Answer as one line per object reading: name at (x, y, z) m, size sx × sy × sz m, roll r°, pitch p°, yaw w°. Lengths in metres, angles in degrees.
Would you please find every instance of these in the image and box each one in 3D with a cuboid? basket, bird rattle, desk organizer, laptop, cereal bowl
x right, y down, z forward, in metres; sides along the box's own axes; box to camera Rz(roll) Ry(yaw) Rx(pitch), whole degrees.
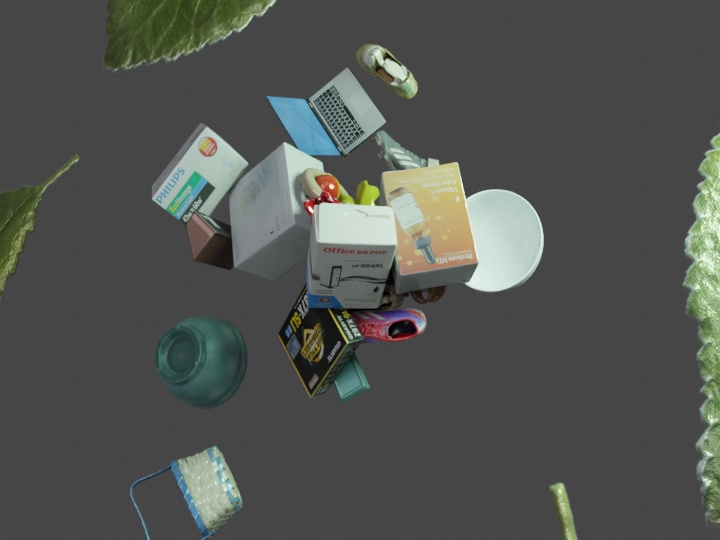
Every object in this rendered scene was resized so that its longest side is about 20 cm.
basket at (-0.346, 0.469, 1.298) m, size 0.196 × 0.140 × 0.179 m, roll -22°, pitch 65°, yaw -21°
bird rattle at (-0.063, -0.140, 1.301) m, size 0.164 × 0.198 × 0.114 m, roll 48°, pitch 122°, yaw 20°
desk organizer at (-0.321, -0.061, 1.412) m, size 0.071 × 0.200 × 0.077 m, roll 41°, pitch 93°, yaw 13°
laptop at (-0.076, -0.364, 1.460) m, size 0.198 × 0.116 × 0.190 m, roll -36°, pitch 67°, yaw 7°
cereal bowl at (0.263, -0.049, 1.269) m, size 0.194 × 0.083 × 0.207 m, roll -5°, pitch 73°, yaw 17°

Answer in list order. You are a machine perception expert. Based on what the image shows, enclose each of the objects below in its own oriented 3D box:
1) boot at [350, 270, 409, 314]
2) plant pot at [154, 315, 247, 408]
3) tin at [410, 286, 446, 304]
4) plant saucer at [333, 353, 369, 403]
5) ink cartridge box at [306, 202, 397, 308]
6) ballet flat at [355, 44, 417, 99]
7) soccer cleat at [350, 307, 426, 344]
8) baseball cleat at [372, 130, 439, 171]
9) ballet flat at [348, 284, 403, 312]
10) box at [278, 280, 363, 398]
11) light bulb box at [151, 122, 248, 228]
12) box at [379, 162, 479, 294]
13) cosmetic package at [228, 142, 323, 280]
boot at (0.000, 0.000, 1.345) m, size 0.170 × 0.069 × 0.206 m, roll -19°, pitch 85°, yaw 15°
plant pot at (-0.362, 0.189, 1.397) m, size 0.194 × 0.134 × 0.207 m, roll -5°, pitch 73°, yaw 17°
tin at (0.125, -0.033, 1.304) m, size 0.041 × 0.112 × 0.206 m, roll -3°, pitch 70°, yaw -22°
plant saucer at (-0.050, 0.171, 1.355) m, size 0.069 × 0.019 × 0.204 m, roll -29°, pitch 67°, yaw 9°
ink cartridge box at (-0.022, -0.021, 1.166) m, size 0.141 × 0.202 × 0.086 m, roll 1°, pitch 54°, yaw -9°
ballet flat at (0.055, -0.469, 1.470) m, size 0.071 × 0.071 × 0.200 m, roll -43°, pitch 66°, yaw 3°
soccer cleat at (0.035, 0.116, 1.298) m, size 0.194 × 0.073 × 0.070 m, roll -8°, pitch 100°, yaw 13°
baseball cleat at (0.110, -0.231, 1.392) m, size 0.105 × 0.070 × 0.204 m, roll -29°, pitch 77°, yaw 2°
ballet flat at (-0.012, 0.054, 1.292) m, size 0.194 × 0.067 × 0.070 m, roll -5°, pitch 101°, yaw 16°
box at (-0.085, 0.133, 1.300) m, size 0.162 × 0.048 × 0.202 m, roll 59°, pitch 138°, yaw 25°
light bulb box at (-0.369, -0.214, 1.463) m, size 0.200 × 0.124 × 0.200 m, roll -52°, pitch 23°, yaw 1°
box at (0.123, -0.078, 1.203) m, size 0.147 × 0.107 × 0.206 m, roll -9°, pitch 70°, yaw -4°
cosmetic package at (-0.176, -0.121, 1.378) m, size 0.198 × 0.121 × 0.204 m, roll -31°, pitch 56°, yaw 33°
